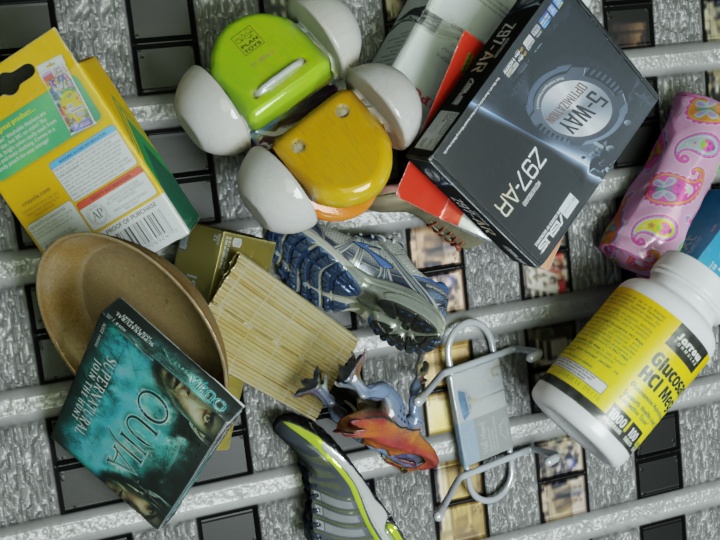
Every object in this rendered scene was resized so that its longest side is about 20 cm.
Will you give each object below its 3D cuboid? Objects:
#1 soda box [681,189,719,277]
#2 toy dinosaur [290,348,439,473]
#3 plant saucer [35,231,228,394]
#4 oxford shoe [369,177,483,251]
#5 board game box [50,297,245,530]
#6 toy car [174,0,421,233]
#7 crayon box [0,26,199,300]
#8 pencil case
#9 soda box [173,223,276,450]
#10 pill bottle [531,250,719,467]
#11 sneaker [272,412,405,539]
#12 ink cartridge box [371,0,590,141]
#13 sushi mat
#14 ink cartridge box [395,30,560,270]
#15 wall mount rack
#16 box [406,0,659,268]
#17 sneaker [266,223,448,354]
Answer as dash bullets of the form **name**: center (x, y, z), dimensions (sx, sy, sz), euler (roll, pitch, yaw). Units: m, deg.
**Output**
- **soda box**: center (0.365, 0.007, 1.065), dimensions (0.064, 0.068, 0.200), euler (42, 82, -18)
- **toy dinosaur**: center (0.017, 0.159, 0.930), dimensions (0.105, 0.201, 0.182), euler (-31, 117, 20)
- **plant saucer**: center (-0.184, 0.049, 0.814), dimensions (0.201, 0.199, 0.035), euler (59, 42, -14)
- **oxford shoe**: center (0.093, -0.056, 0.970), dimensions (0.198, 0.070, 0.076), euler (2, 98, -18)
- **board game box**: center (-0.186, 0.129, 0.827), dimensions (0.135, 0.200, 0.028), euler (39, 44, 5)
- **toy car**: center (-0.054, -0.130, 0.869), dimensions (0.175, 0.150, 0.200), euler (-39, 83, -11)
- **crayon box**: center (-0.247, -0.092, 0.843), dimensions (0.125, 0.052, 0.201), euler (-28, 105, 11)
- **pencil case**: center (0.333, -0.089, 1.037), dimensions (0.087, 0.087, 0.201), euler (31, 85, -18)
- **soda box**: center (-0.142, 0.061, 0.897), dimensions (0.067, 0.064, 0.202), euler (11, 93, -48)
- **pill bottle**: center (0.271, 0.082, 0.954), dimensions (0.112, 0.112, 0.200), euler (43, 85, -17)
- **sneaker**: center (-0.030, 0.228, 0.961), dimensions (0.081, 0.074, 0.201), euler (-37, 104, -8)
- **ink cartridge box**: center (0.107, -0.215, 0.949), dimensions (0.145, 0.084, 0.201), euler (31, 86, -21)
- **sushi mat**: center (-0.077, 0.066, 0.907), dimensions (0.200, 0.012, 0.096), euler (39, 79, -47)
- **ink cartridge box**: center (0.139, -0.106, 0.901), dimensions (0.199, 0.050, 0.163), euler (22, 92, -46)
- **wall mount rack**: center (0.117, 0.157, 0.987), dimensions (0.173, 0.074, 0.202), euler (-16, 100, -28)
- **box**: center (0.156, -0.129, 0.866), dimensions (0.160, 0.043, 0.201), euler (41, 82, -28)
- **sneaker**: center (0.000, 0.000, 0.949), dimensions (0.199, 0.077, 0.085), euler (34, 46, -2)
